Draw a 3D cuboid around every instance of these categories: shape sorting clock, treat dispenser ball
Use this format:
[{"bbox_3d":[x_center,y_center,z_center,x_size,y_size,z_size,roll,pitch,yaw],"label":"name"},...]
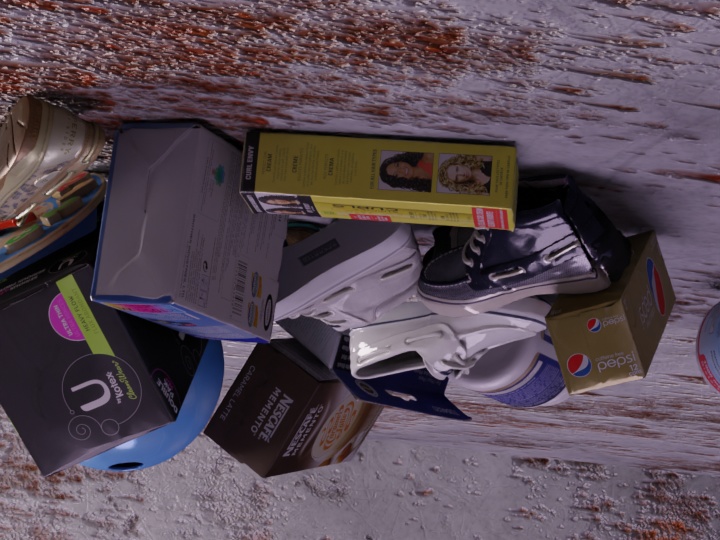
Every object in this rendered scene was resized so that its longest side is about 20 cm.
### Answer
[{"bbox_3d":[-0.292,-0.027,1.494,0.200,0.039,0.200,-21,-164,6],"label":"shape sorting clock"},{"bbox_3d":[-0.229,0.089,1.781,0.200,0.201,0.201,5,170,1],"label":"treat dispenser ball"}]

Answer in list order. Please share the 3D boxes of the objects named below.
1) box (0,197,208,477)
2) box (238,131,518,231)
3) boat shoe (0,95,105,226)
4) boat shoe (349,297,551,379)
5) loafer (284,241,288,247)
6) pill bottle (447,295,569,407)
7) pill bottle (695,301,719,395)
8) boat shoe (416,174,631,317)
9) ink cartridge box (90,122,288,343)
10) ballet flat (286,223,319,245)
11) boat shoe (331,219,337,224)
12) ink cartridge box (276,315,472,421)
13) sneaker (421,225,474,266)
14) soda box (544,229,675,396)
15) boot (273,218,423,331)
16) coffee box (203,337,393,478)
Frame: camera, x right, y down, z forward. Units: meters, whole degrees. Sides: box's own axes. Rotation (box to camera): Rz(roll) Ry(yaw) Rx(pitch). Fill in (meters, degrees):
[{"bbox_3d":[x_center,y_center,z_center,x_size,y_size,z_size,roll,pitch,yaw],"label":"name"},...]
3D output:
[{"bbox_3d":[-0.216,0.044,1.512,0.124,0.149,0.200,-23,-164,13],"label":"box"},{"bbox_3d":[0.015,-0.066,1.382,0.199,0.050,0.075,4,169,6],"label":"box"},{"bbox_3d":[-0.244,-0.073,1.395,0.063,0.074,0.200,12,167,-20],"label":"boat shoe"},{"bbox_3d":[0.076,0.062,1.610,0.200,0.066,0.074,-10,158,40],"label":"boat shoe"},{"bbox_3d":[-0.161,-0.024,1.631,0.200,0.068,0.070,9,-176,3],"label":"loafer"},{"bbox_3d":[0.157,0.078,1.910,0.115,0.116,0.200,0,168,25],"label":"pill bottle"},{"bbox_3d":[0.388,0.061,1.731,0.108,0.109,0.200,6,169,-7],"label":"pill bottle"},{"bbox_3d":[0.109,-0.025,1.473,0.200,0.075,0.093,-12,129,38],"label":"boat shoe"},{"bbox_3d":[-0.118,-0.022,1.441,0.076,0.137,0.200,4,170,25],"label":"ink cartridge box"},{"bbox_3d":[-0.123,-0.003,1.719,0.200,0.073,0.068,0,167,28],"label":"ballet flat"},{"bbox_3d":[0.000,0.000,1.707,0.070,0.071,0.200,6,164,-4],"label":"boat shoe"},{"bbox_3d":[0.002,0.068,1.855,0.200,0.041,0.199,40,-166,35],"label":"ink cartridge box"},{"bbox_3d":[0.098,0.000,1.643,0.087,0.074,0.200,4,164,5],"label":"sneaker"},{"bbox_3d":[0.203,0.031,1.507,0.064,0.068,0.200,-15,-169,19],"label":"soda box"},{"bbox_3d":[-0.038,0.024,1.573,0.200,0.074,0.096,-24,134,-1],"label":"boot"},{"bbox_3d":[-0.052,0.131,1.851,0.080,0.115,0.200,36,-166,21],"label":"coffee box"}]
